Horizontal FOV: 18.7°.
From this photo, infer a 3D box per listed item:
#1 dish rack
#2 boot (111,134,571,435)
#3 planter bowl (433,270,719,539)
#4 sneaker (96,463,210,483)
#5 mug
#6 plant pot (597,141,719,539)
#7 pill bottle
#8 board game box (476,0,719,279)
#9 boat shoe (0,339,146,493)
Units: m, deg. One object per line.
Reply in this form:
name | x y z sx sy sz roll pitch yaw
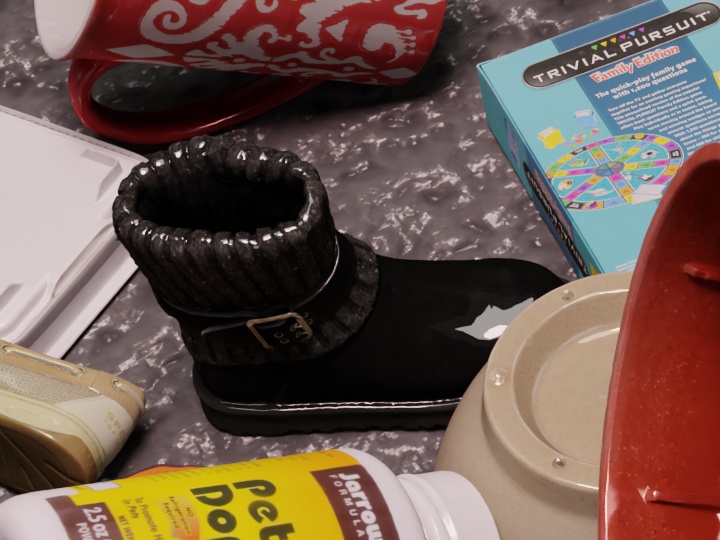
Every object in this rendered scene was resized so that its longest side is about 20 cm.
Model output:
dish rack | -0.216 -0.029 1.194 0.199 0.044 0.172 20 54 28
boot | 0.000 0.002 1.032 0.210 0.158 0.080 -11 46 4
planter bowl | 0.119 0.086 0.943 0.199 0.135 0.201 -7 46 7
sneaker | -0.075 0.150 0.969 0.112 0.078 0.200 -38 50 -20
mug | -0.071 -0.159 1.197 0.199 0.178 0.134 5 65 -24
plant pot | 0.204 0.068 0.772 0.194 0.201 0.201 8 47 -8
pill bottle | -0.046 0.131 0.873 0.199 0.110 0.109 -6 41 -28
board game box | 0.167 -0.056 1.123 0.150 0.047 0.200 -20 46 -5
boat shoe | -0.205 0.052 1.099 0.200 0.073 0.063 18 48 24
